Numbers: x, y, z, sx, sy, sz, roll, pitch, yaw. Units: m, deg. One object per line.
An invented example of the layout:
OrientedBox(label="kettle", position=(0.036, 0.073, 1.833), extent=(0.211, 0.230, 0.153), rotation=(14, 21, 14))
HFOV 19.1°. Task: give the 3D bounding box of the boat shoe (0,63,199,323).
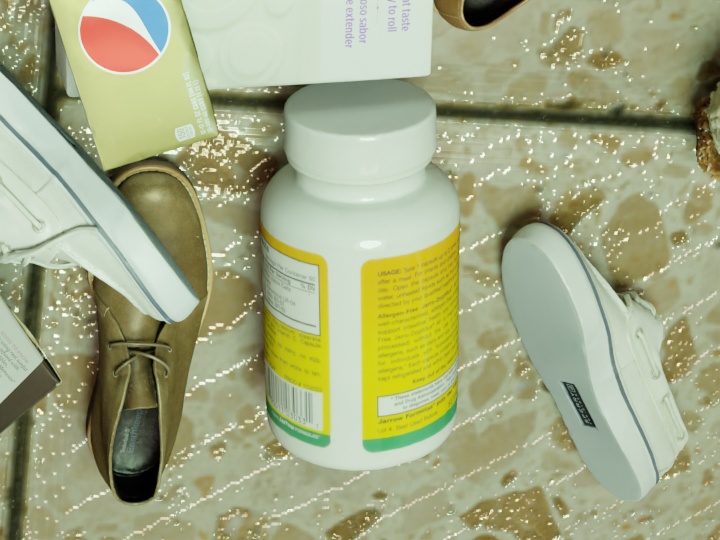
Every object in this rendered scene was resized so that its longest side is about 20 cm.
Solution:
OrientedBox(label="boat shoe", position=(-0.178, -0.033, 1.132), extent=(0.086, 0.075, 0.202), rotation=(-43, 100, 0))

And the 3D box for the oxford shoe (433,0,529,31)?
OrientedBox(label="oxford shoe", position=(0.118, -0.202, 1.154), extent=(0.071, 0.071, 0.200), rotation=(38, 100, -26))

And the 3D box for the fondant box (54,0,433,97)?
OrientedBox(label="fondant box", position=(-0.061, -0.173, 1.128), extent=(0.198, 0.058, 0.145), rotation=(-5, 117, -13))

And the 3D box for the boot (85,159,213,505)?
OrientedBox(label="boot", position=(-0.119, 0.039, 1.210), extent=(0.073, 0.076, 0.201), rotation=(2, 113, -10))

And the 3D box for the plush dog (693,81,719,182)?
OrientedBox(label="plush dog", position=(0.280, -0.093, 1.212), extent=(0.171, 0.200, 0.162), rotation=(-5, 84, -22))

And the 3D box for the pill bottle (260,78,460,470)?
OrientedBox(label="pill bottle", position=(0.000, 0.000, 1.200), extent=(0.112, 0.113, 0.201), rotation=(-7, 118, -11))

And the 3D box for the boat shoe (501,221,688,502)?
OrientedBox(label="boat shoe", position=(0.149, 0.045, 1.295), extent=(0.070, 0.071, 0.201), rotation=(-40, 119, -24))

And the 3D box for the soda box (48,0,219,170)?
OrientedBox(label="soda box", position=(-0.127, -0.157, 1.048), extent=(0.064, 0.068, 0.201), rotation=(-17, 118, -4))

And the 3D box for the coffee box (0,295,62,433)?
OrientedBox(label="coffee box", position=(-0.271, 0.084, 1.127), extent=(0.200, 0.113, 0.080), rotation=(-41, 114, -20))
